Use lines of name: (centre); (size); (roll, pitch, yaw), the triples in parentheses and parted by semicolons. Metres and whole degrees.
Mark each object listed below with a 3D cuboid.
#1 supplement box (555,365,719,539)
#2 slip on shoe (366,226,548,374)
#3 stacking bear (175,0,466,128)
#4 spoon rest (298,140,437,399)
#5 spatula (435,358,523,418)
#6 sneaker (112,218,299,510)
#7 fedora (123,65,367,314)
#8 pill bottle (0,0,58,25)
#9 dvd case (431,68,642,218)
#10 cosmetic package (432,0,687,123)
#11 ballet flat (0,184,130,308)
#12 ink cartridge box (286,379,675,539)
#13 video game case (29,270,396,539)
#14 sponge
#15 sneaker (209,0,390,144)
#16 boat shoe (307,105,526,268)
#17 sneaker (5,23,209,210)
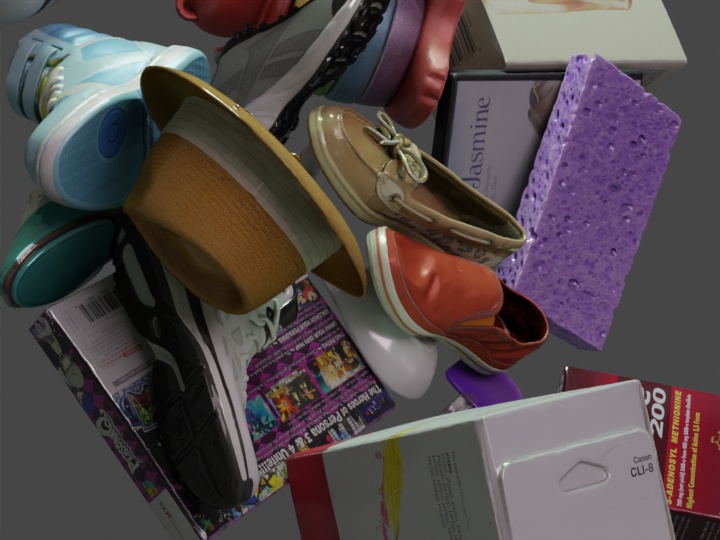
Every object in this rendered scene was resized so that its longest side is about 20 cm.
supplement box: (0.235, 0.145, 1.456); (0.199, 0.061, 0.109); (10, 53, 2)
slip on shoe: (0.067, 0.016, 1.405); (0.200, 0.061, 0.074); (33, 40, -48)
stacking bear: (-0.036, -0.189, 1.487); (0.199, 0.114, 0.122); (19, 70, -12)
spoon rest: (0.000, 0.000, 1.431); (0.099, 0.060, 0.201); (1, 66, -64)
spatula: (0.050, 0.114, 1.421); (0.057, 0.021, 0.200); (45, 48, 11)
sneaker: (-0.076, 0.052, 1.284); (0.115, 0.076, 0.201); (-5, 64, -34)
fedora: (-0.085, -0.034, 1.220); (0.082, 0.201, 0.201); (-44, 93, -13)
pill bottle: (-0.235, -0.237, 1.365); (0.120, 0.120, 0.200); (50, 47, 0)
dvd case: (0.134, -0.083, 1.544); (0.199, 0.018, 0.144); (-5, 109, -37)
cosmetic package: (0.150, -0.177, 1.615); (0.199, 0.103, 0.088); (-4, 66, -38)
ballet flat: (-0.180, -0.035, 1.331); (0.070, 0.068, 0.200); (38, 43, 23)
ink cartridge box: (0.078, 0.161, 1.273); (0.145, 0.200, 0.146); (-10, 85, -39)
video game case: (-0.094, 0.065, 1.340); (0.200, 0.036, 0.182); (-32, 84, -42)
sponge: (0.173, -0.051, 1.531); (0.111, 0.030, 0.201); (29, 75, -36)
sneaker: (-0.054, -0.154, 1.408); (0.079, 0.200, 0.074); (45, 12, 9)
boat shoe: (0.039, -0.062, 1.416); (0.200, 0.062, 0.074); (36, 39, -41)
sneaker: (-0.195, -0.103, 1.312); (0.130, 0.080, 0.200); (15, 25, 18)
